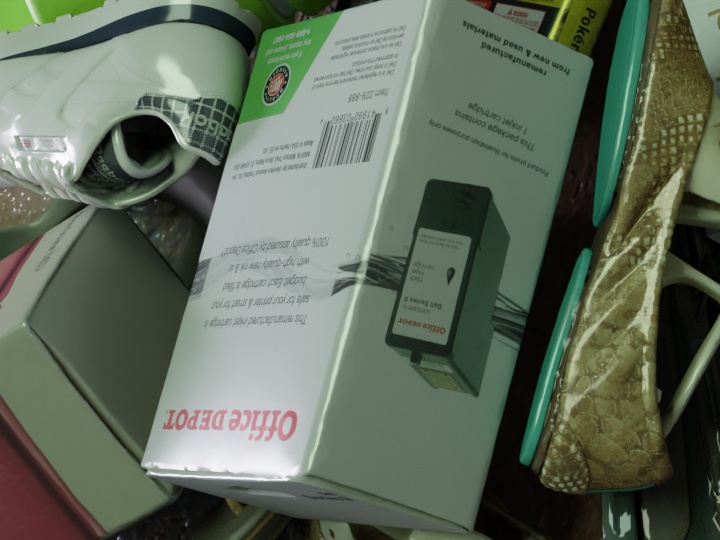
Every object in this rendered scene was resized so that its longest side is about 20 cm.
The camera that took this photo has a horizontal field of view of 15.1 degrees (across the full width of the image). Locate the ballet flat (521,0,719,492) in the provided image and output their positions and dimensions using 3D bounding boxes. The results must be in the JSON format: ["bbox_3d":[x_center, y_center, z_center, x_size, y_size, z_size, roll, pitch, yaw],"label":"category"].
[{"bbox_3d":[0.114,-0.010,1.046,0.065,0.071,0.200,13,87,1],"label":"ballet flat"}]

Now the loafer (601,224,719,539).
[{"bbox_3d":[0.135,0.033,1.103,0.063,0.072,0.200,-1,76,18],"label":"loafer"}]

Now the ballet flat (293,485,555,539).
[{"bbox_3d":[0.032,0.112,1.134,0.200,0.065,0.071,23,76,43],"label":"ballet flat"}]

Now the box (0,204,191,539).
[{"bbox_3d":[-0.172,0.075,1.252,0.200,0.109,0.128,-31,17,27],"label":"box"}]

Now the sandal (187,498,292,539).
[{"bbox_3d":[-0.028,0.050,1.199,0.200,0.055,0.082,-57,9,1],"label":"sandal"}]

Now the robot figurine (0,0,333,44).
[{"bbox_3d":[-0.087,-0.153,1.282,0.200,0.175,0.116,-23,84,12],"label":"robot figurine"}]

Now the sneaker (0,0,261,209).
[{"bbox_3d":[-0.128,-0.064,1.218,0.200,0.076,0.081,-20,59,44],"label":"sneaker"}]

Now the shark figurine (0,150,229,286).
[{"bbox_3d":[-0.109,-0.044,1.310,0.214,0.089,0.128,-2,68,36],"label":"shark figurine"}]

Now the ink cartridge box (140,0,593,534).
[{"bbox_3d":[0.000,0.000,1.099,0.146,0.084,0.200,-4,68,60],"label":"ink cartridge box"}]

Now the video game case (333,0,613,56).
[{"bbox_3d":[0.054,-0.136,1.215,0.200,0.025,0.181,21,88,61],"label":"video game case"}]

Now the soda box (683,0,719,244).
[{"bbox_3d":[0.176,-0.100,1.123,0.068,0.064,0.200,-21,59,31],"label":"soda box"}]
